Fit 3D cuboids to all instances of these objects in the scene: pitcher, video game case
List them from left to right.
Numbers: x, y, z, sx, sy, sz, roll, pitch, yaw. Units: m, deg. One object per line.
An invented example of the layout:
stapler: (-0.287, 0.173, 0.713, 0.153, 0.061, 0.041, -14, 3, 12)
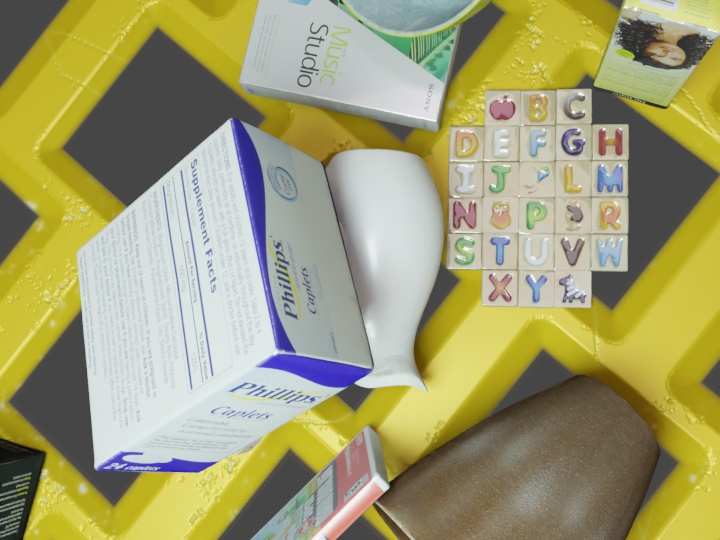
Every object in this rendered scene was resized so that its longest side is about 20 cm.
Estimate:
video game case: (-0.056, 0.222, 0.723, 0.200, 0.143, 0.017, -45, 95, 2)
pitcher: (0.000, 0.000, 0.726, 0.120, 0.171, 0.204, -1, 84, 29)

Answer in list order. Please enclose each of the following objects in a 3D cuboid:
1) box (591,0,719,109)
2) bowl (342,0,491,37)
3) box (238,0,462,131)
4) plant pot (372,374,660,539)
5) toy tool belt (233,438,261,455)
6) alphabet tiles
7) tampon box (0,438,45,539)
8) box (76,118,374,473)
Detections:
box: (0.238, -0.187, 0.694, 0.074, 0.200, 0.051, 19, 89, 11)
bowl: (0.070, -0.305, 0.740, 0.198, 0.107, 0.204, 9, 106, 34)
box: (-0.005, -0.224, 0.820, 0.197, 0.036, 0.147, 12, 85, 8)
plant pot: (0.139, 0.185, 0.693, 0.200, 0.187, 0.187, -42, 79, -12)
toy tool belt: (-0.112, 0.066, 0.759, 0.124, 0.123, 0.202, 28, 89, 11)
alphabet tiles: (0.162, -0.067, 0.791, 0.163, 0.006, 0.204, 1, 84, 9)
tampon box: (-0.405, 0.250, 0.781, 0.148, 0.126, 0.203, 15, 87, 11)
box: (-0.108, 0.028, 0.639, 0.199, 0.104, 0.186, -33, 58, 30)
